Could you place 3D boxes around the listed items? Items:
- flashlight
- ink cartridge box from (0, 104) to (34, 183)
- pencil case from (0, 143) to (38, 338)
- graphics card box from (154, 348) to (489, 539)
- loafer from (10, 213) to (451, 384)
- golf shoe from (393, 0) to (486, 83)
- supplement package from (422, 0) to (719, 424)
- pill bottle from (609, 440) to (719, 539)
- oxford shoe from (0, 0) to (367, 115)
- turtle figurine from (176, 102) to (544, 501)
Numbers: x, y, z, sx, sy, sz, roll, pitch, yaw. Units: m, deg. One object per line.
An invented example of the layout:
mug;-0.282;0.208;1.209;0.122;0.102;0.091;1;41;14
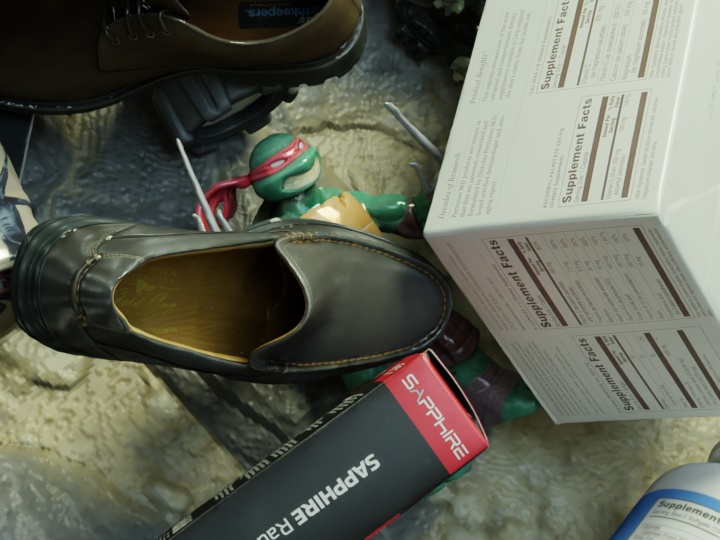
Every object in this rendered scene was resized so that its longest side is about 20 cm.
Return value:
flashlight;-0.104;-0.156;1.010;0.068;0.068;0.200;-28;81;-13
ink cartridge box;-0.194;-0.103;0.973;0.094;0.037;0.201;14;63;-15
pencil case;-0.197;-0.065;0.885;0.078;0.089;0.200;-25;80;-7
graphics card box;-0.044;0.111;0.858;0.200;0.125;0.051;-35;88;-7
loafer;-0.040;0.016;0.862;0.199;0.072;0.073;-1;97;-33
golf shoe;0.017;-0.182;1.070;0.200;0.077;0.088;41;53;-12
supplement package;0.127;-0.055;0.961;0.156;0.111;0.200;53;43;-44
pill bottle;0.156;0.160;0.962;0.112;0.112;0.200;44;60;-1
oxford shoe;-0.099;-0.118;0.928;0.199;0.084;0.073;-8;76;1
turtle figurine;0.000;0.000;0.971;0.150;0.101;0.200;-35;101;-14
